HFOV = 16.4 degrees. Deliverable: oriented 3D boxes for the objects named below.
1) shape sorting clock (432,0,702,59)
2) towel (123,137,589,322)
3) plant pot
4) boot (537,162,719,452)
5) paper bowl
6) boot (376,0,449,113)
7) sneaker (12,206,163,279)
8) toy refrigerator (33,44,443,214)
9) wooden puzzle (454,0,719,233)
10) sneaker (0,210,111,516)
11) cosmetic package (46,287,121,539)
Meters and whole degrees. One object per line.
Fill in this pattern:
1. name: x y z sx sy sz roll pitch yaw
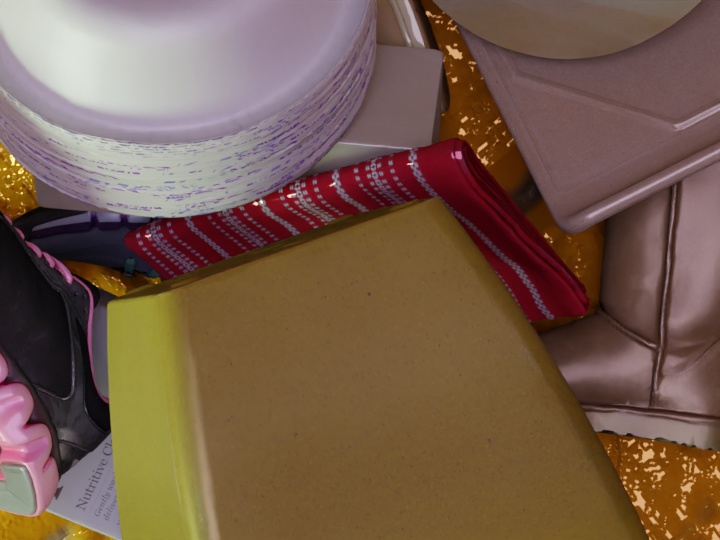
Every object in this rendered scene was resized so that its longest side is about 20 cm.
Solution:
1. shape sorting clock: 0.101 -0.206 1.242 0.198 0.039 0.202 6 108 20
2. towel: 0.000 0.000 1.251 0.199 0.145 0.023 -14 50 29
3. plant pot: -0.016 0.073 1.122 0.199 0.200 0.178 -20 93 -15
4. boot: 0.134 -0.015 1.311 0.174 0.066 0.202 8 89 -1
5. paper bowl: -0.092 -0.135 1.188 0.199 0.105 0.202 -1 57 1
6. boot: -0.055 -0.141 1.307 0.155 0.073 0.201 -29 88 3
7. sneaker: -0.084 -0.008 1.314 0.198 0.074 0.088 -10 96 2
8. toy refrigerator: -0.061 -0.069 1.255 0.198 0.076 0.070 5 136 3
9. wooden puzzle: 0.149 -0.133 1.284 0.184 0.037 0.201 -26 62 3
10. sneaker: -0.171 0.013 1.194 0.095 0.079 0.201 -34 117 -37
11. cosmetic package: -0.179 0.050 1.274 0.199 0.081 0.114 24 93 -29
